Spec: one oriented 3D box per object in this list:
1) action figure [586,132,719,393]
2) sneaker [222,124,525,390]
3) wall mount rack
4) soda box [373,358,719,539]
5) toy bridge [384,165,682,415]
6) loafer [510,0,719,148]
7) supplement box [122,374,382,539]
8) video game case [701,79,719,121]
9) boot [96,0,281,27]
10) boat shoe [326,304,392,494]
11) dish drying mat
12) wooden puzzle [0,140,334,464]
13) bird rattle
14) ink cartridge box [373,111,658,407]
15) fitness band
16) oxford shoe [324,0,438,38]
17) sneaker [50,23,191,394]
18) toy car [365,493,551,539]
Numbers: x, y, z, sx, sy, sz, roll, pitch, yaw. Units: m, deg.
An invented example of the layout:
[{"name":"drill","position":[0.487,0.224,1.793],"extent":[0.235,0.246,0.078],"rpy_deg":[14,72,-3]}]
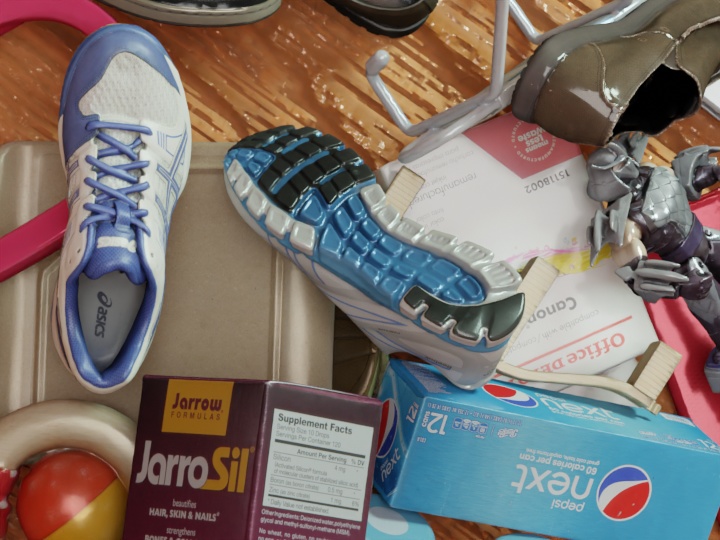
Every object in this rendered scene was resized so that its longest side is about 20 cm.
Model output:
[{"name":"action figure","position":[0.195,-0.008,1.633],"extent":[0.200,0.069,0.130],"rpy_deg":[46,49,-21]},{"name":"sneaker","position":[0.000,0.000,1.562],"extent":[0.200,0.087,0.075],"rpy_deg":[38,59,22]},{"name":"wall mount rack","position":[0.093,-0.143,1.594],"extent":[0.200,0.174,0.075],"rpy_deg":[-37,96,-31]},{"name":"soda box","position":[0.104,0.107,1.594],"extent":[0.199,0.064,0.068],"rpy_deg":[12,104,-22]},{"name":"toy bridge","position":[0.087,0.024,1.603],"extent":[0.200,0.027,0.067],"rpy_deg":[35,82,-5]},{"name":"loafer","position":[0.165,-0.105,1.609],"extent":[0.071,0.073,0.200],"rpy_deg":[39,39,23]},{"name":"supplement box","position":[-0.065,0.160,1.511],"extent":[0.085,0.110,0.201],"rpy_deg":[13,81,-42]},{"name":"video game case","position":[0.277,-0.169,1.718],"extent":[0.182,0.023,0.200],"rpy_deg":[37,81,-5]},{"name":"boot","position":[-0.128,-0.229,1.582],"extent":[0.199,0.073,0.151],"rpy_deg":[22,121,13]},{"name":"boat shoe","position":[-0.018,0.085,1.640],"extent":[0.073,0.063,0.201],"rpy_deg":[2,83,16]},{"name":"dish drying mat","position":[0.218,0.056,1.696],"extent":[0.076,0.018,0.201],"rpy_deg":[-20,90,-11]},{"name":"wooden puzzle","position":[-0.113,0.020,1.618],"extent":[0.199,0.037,0.186],"rpy_deg":[1,86,6]},{"name":"bird rattle","position":[-0.181,0.142,1.584],"extent":[0.163,0.113,0.200],"rpy_deg":[-37,82,1]},{"name":"ink cartridge box","position":[0.096,0.013,1.653],"extent":[0.116,0.067,0.201],"rpy_deg":[-23,91,-10]},{"name":"fitness band","position":[-0.208,-0.072,1.603],"extent":[0.199,0.037,0.144],"rpy_deg":[-31,85,4]},{"name":"oxford shoe","position":[-0.041,-0.205,1.638],"extent":[0.199,0.084,0.073],"rpy_deg":[24,86,-5]},{"name":"sneaker","position":[-0.127,-0.030,1.536],"extent":[0.075,0.088,0.201],"rpy_deg":[1,103,-9]},{"name":"toy car","position":[0.030,0.258,1.527],"extent":[0.176,0.200,0.185],"rpy_deg":[16,117,-8]}]
